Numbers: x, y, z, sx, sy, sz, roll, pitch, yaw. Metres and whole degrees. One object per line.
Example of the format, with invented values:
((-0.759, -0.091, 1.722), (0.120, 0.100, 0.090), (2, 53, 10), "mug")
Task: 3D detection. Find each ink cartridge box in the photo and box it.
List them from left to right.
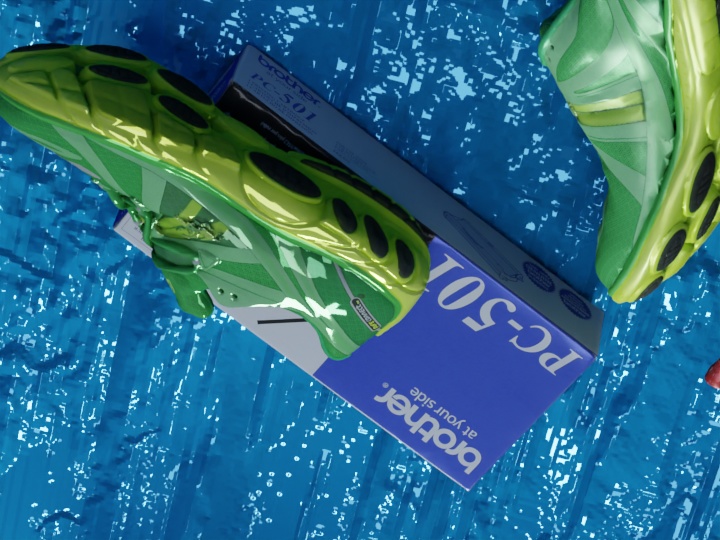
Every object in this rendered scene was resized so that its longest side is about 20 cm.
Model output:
((0.000, 0.000, 1.151), (0.200, 0.044, 0.094), (37, 116, -11), "ink cartridge box")

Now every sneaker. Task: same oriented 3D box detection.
((-0.069, -0.024, 1.082), (0.199, 0.074, 0.084), (31, 114, -7), "sneaker")
((0.118, -0.081, 1.082), (0.083, 0.074, 0.201), (25, 130, 31), "sneaker")

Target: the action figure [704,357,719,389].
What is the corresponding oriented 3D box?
((0.201, -0.030, 1.087), (0.065, 0.052, 0.201), (36, 128, 27), "action figure")
